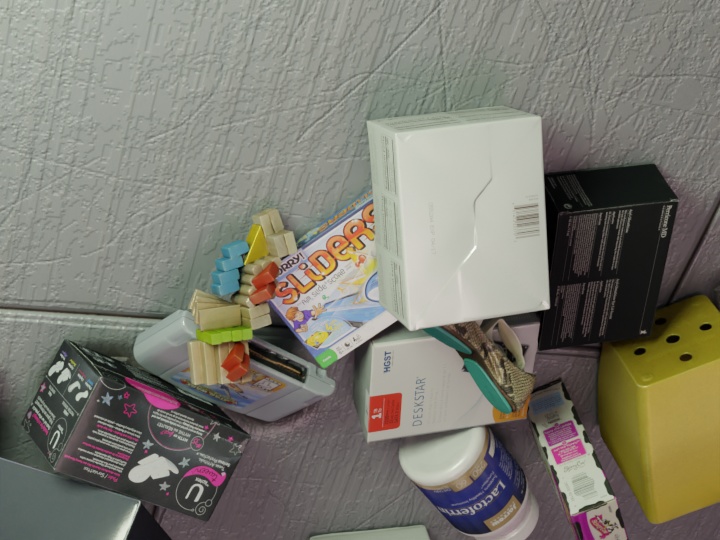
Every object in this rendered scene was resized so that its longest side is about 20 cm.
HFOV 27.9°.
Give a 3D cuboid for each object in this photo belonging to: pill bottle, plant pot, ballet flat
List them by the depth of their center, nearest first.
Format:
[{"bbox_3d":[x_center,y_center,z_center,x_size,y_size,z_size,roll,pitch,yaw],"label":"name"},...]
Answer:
[{"bbox_3d":[0.129,0.077,1.600,0.200,0.068,0.075,45,73,-30],"label":"ballet flat"},{"bbox_3d":[0.394,0.151,1.757,0.200,0.200,0.177,-20,121,0],"label":"plant pot"},{"bbox_3d":[0.140,0.261,1.809,0.116,0.116,0.200,-31,131,10],"label":"pill bottle"}]

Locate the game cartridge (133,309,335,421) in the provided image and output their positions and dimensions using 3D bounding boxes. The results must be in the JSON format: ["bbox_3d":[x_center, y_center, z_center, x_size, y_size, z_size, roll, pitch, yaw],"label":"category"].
[{"bbox_3d":[-0.144,0.109,1.607,0.200,0.042,0.133,27,143,-26],"label":"game cartridge"}]

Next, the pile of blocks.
[{"bbox_3d":[-0.124,0.028,1.502,0.082,0.062,0.200,19,85,-27],"label":"pile of blocks"}]

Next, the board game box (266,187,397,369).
[{"bbox_3d":[0.000,0.000,1.577,0.200,0.034,0.135,-35,111,12],"label":"board game box"}]

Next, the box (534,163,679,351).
[{"bbox_3d":[0.268,-0.013,1.647,0.141,0.079,0.200,-5,129,-10],"label":"box"}]

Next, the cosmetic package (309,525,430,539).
[{"bbox_3d":[0.023,0.465,1.884,0.165,0.200,0.165,-3,129,-16],"label":"cosmetic package"}]

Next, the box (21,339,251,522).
[{"bbox_3d":[-0.248,0.177,1.592,0.200,0.132,0.115,27,91,-33],"label":"box"}]

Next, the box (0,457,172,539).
[{"bbox_3d":[-0.326,0.308,1.606,0.200,0.123,0.198,14,157,14],"label":"box"}]

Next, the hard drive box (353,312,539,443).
[{"bbox_3d":[0.097,0.109,1.696,0.200,0.077,0.156,-8,129,-11],"label":"hard drive box"}]

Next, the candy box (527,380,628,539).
[{"bbox_3d":[0.267,0.254,1.786,0.061,0.200,0.137,-22,133,2],"label":"candy box"}]

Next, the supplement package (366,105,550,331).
[{"bbox_3d":[0.100,-0.058,1.485,0.155,0.111,0.200,-8,105,-14],"label":"supplement package"}]
